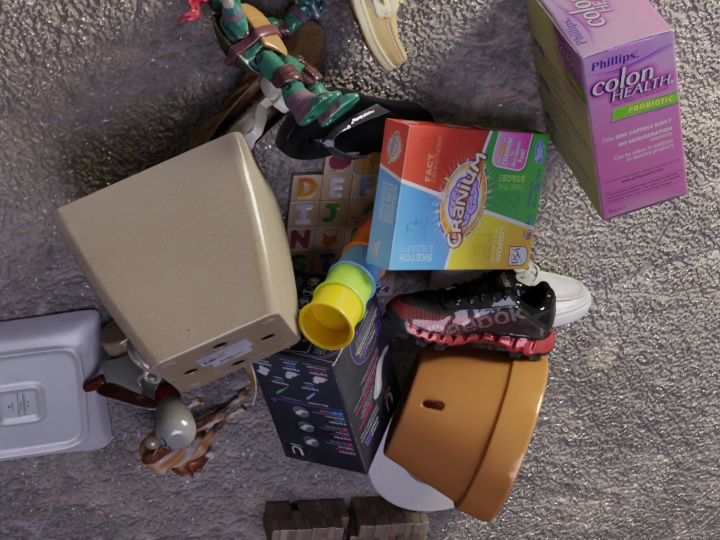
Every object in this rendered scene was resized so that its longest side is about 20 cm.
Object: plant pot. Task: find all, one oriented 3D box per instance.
[{"bbox_3d":[-0.162,0.007,1.592,0.200,0.177,0.200,-24,164,1],"label":"plant pot"},{"bbox_3d":[0.113,0.167,1.809,0.140,0.200,0.200,21,120,-1],"label":"plant pot"}]

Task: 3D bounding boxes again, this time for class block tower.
[{"bbox_3d":[-0.020,0.321,1.994,0.200,0.058,0.054,1,125,-15],"label":"block tower"}]

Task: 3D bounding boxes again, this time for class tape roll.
[{"bbox_3d":[0.101,0.212,1.962,0.203,0.037,0.203,-9,128,-11],"label":"tape roll"}]

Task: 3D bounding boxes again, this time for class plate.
[{"bbox_3d":[-0.380,0.141,1.767,0.200,0.032,0.200,-7,127,-12],"label":"plate"}]

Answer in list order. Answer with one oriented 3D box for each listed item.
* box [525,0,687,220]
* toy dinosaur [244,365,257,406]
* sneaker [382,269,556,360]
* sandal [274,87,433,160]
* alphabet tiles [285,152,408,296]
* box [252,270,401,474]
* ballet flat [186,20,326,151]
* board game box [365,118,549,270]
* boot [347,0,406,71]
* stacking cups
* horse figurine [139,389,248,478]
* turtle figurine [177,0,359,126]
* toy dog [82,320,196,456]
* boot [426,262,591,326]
[{"bbox_3d":[0.250,-0.188,1.625,0.097,0.176,0.200,-18,128,-3],"label":"box"},{"bbox_3d":[-0.146,0.056,1.772,0.101,0.058,0.200,-27,122,23],"label":"toy dinosaur"},{"bbox_3d":[0.126,0.038,1.748,0.200,0.071,0.098,7,122,-14],"label":"sneaker"},{"bbox_3d":[0.002,-0.145,1.623,0.200,0.043,0.076,-7,128,-39],"label":"sandal"},{"bbox_3d":[0.000,-0.052,1.756,0.166,0.006,0.200,-2,125,-15],"label":"alphabet tiles"},{"bbox_3d":[-0.036,0.112,1.755,0.106,0.122,0.200,9,140,22],"label":"box"},{"bbox_3d":[-0.102,-0.163,1.602,0.200,0.072,0.068,-43,121,15],"label":"ballet flat"},{"bbox_3d":[0.104,-0.077,1.678,0.200,0.040,0.153,-1,104,-38],"label":"board game box"},{"bbox_3d":[0.056,-0.301,1.549,0.155,0.073,0.200,-20,123,2],"label":"boot"},{"bbox_3d":[0.000,0.000,1.669,0.060,0.200,0.061,13,130,16],"label":"stacking cups"},{"bbox_3d":[-0.197,0.191,1.803,0.133,0.050,0.200,-41,169,14],"label":"horse figurine"},{"bbox_3d":[-0.088,-0.229,1.528,0.101,0.200,0.150,-41,172,35],"label":"turtle figurine"},{"bbox_3d":[-0.244,0.133,1.705,0.096,0.200,0.132,-34,105,-2],"label":"toy dog"},{"bbox_3d":[0.177,0.007,1.810,0.200,0.074,0.096,-1,129,-16],"label":"boot"}]
